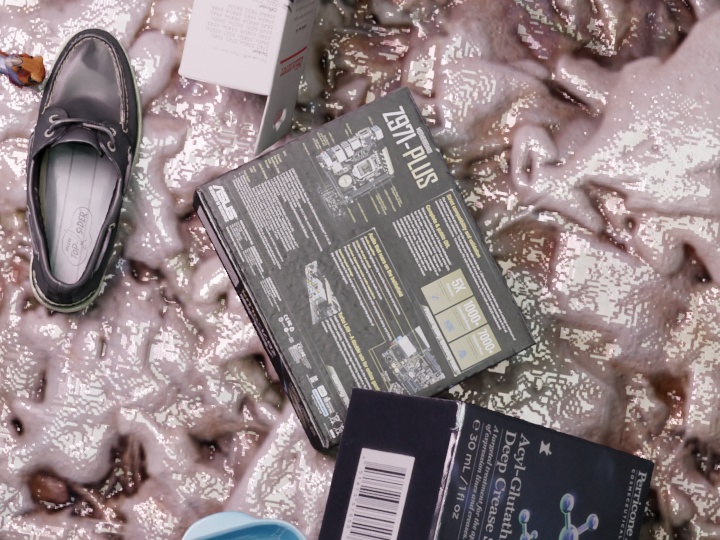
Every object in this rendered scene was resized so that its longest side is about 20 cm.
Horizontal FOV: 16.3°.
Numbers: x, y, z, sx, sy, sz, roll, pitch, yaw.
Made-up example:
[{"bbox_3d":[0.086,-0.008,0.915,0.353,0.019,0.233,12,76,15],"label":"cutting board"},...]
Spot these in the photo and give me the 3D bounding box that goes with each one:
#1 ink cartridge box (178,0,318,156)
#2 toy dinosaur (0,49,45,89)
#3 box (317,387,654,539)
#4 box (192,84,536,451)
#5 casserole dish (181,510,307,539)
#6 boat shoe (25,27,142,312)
[{"bbox_3d":[-0.069,-0.188,1.704,0.068,0.116,0.200,14,103,8],"label":"ink cartridge box"},{"bbox_3d":[-0.303,-0.181,1.722,0.181,0.105,0.200,7,70,-25],"label":"toy dinosaur"},{"bbox_3d":[0.081,0.173,1.658,0.200,0.107,0.149,19,80,-43],"label":"box"},{"bbox_3d":[0.000,0.000,1.726,0.164,0.086,0.200,-27,88,-7],"label":"box"},{"bbox_3d":[-0.073,0.263,1.719,0.121,0.039,0.200,-16,85,-6],"label":"casserole dish"},{"bbox_3d":[-0.193,-0.073,1.726,0.074,0.066,0.200,13,83,-3],"label":"boat shoe"}]
